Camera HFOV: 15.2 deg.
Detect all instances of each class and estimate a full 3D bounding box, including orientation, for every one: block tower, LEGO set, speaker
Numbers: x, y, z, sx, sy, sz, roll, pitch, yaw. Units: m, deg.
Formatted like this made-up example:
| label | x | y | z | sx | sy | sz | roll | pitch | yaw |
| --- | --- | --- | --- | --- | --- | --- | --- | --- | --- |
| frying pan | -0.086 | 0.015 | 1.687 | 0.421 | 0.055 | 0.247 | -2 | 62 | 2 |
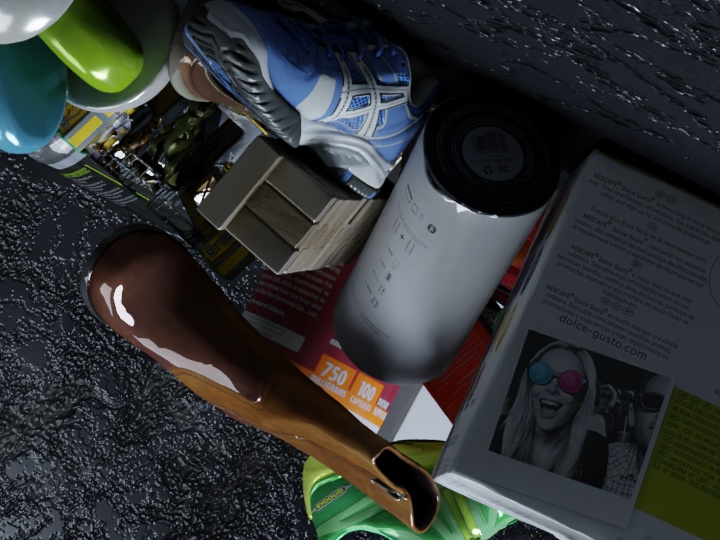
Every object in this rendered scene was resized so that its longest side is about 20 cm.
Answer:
| label | x | y | z | sx | sy | sz | roll | pitch | yaw |
| --- | --- | --- | --- | --- | --- | --- | --- | --- | --- |
| block tower | -0.028 | -0.037 | 1.504 | 0.058 | 0.054 | 0.200 | 41 | -170 | 10 |
| LEGO set | -0.100 | -0.104 | 1.600 | 0.200 | 0.116 | 0.154 | 44 | -170 | -27 |
| speaker | 0.045 | -0.013 | 1.523 | 0.081 | 0.081 | 0.200 | 26 | 146 | 0 |

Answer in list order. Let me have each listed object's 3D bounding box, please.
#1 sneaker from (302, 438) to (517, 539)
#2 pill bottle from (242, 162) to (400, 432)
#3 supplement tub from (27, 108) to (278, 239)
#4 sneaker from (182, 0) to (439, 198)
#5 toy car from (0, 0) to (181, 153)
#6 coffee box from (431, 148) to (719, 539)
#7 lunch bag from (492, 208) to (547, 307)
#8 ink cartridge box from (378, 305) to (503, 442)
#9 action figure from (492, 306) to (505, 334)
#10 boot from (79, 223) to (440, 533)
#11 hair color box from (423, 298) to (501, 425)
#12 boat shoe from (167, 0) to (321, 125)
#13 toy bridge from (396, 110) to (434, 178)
| label | x | y | z | sx | sy | sz | roll | pitch | yaw |
| --- | --- | --- | --- | --- | --- | --- | --- | --- | --- |
| sneaker | 0.062 | 0.153 | 1.760 | 0.199 | 0.084 | 0.074 | 1 | -177 | 5 |
| pill bottle | 0.000 | 0.000 | 1.735 | 0.113 | 0.200 | 0.113 | 26 | 176 | 2 |
| supplement tub | -0.162 | -0.109 | 1.938 | 0.200 | 0.123 | 0.122 | 29 | 175 | -32 |
| sneaker | -0.025 | -0.107 | 1.413 | 0.076 | 0.077 | 0.200 | 45 | -173 | 27 |
| toy car | -0.206 | -0.142 | 1.446 | 0.200 | 0.150 | 0.175 | 42 | -177 | 26 |
| coffee box | 0.172 | 0.068 | 1.532 | 0.200 | 0.198 | 0.200 | 24 | 175 | 0 |
| lunch bag | 0.160 | 0.012 | 1.789 | 0.200 | 0.082 | 0.176 | 26 | 172 | 39 |
| ink cartridge box | 0.046 | 0.044 | 2.017 | 0.086 | 0.200 | 0.146 | 29 | 175 | -39 |
| action figure | 0.138 | 0.097 | 1.719 | 0.118 | 0.055 | 0.200 | 2 | -135 | -38 |
| boot | -0.059 | 0.067 | 1.565 | 0.200 | 0.068 | 0.188 | 35 | 165 | 37 |
| hair color box | 0.046 | 0.020 | 1.840 | 0.200 | 0.061 | 0.101 | 53 | -169 | 16 |
| boat shoe | -0.044 | -0.116 | 1.506 | 0.072 | 0.076 | 0.200 | 19 | -176 | 20 |
| toy bridge | 0.038 | -0.058 | 1.610 | 0.027 | 0.067 | 0.200 | 15 | 163 | -37 |
